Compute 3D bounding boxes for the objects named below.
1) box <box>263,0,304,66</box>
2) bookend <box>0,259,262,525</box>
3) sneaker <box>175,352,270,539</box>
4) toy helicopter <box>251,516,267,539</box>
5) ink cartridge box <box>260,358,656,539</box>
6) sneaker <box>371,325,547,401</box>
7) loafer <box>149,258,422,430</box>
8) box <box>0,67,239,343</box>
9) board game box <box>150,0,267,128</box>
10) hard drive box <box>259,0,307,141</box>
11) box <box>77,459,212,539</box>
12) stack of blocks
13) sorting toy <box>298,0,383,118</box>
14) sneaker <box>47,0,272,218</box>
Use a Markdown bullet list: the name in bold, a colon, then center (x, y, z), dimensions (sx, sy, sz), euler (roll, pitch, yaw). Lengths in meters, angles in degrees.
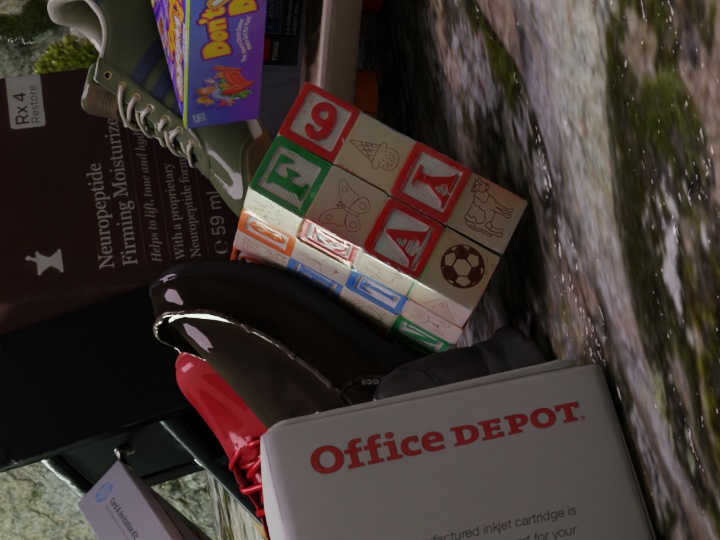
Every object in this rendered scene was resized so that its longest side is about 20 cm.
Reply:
- **box**: center (-0.083, -0.214, 1.311), dimensions (0.200, 0.039, 0.138), euler (-144, 58, -62)
- **bookend**: center (-0.098, 0.099, 1.314), dimensions (0.199, 0.198, 0.093), euler (55, -158, -52)
- **sneaker**: center (-0.035, 0.128, 1.145), dimensions (0.078, 0.199, 0.116), euler (-44, 10, 49)
- **toy helicopter**: center (-0.022, 0.193, 1.450), dimensions (0.078, 0.132, 0.201), euler (16, 142, 44)
- **ink cartridge box**: center (0.049, 0.153, 0.841), dimensions (0.085, 0.144, 0.202), euler (92, 165, -61)
- **sneaker**: center (0.057, 0.129, 0.944), dimensions (0.076, 0.090, 0.202), euler (107, 150, -67)
- **loafer**: center (-0.017, 0.061, 1.004), dimensions (0.072, 0.199, 0.073), euler (-63, -3, -24)
- **box**: center (-0.176, -0.018, 1.369), dimensions (0.165, 0.198, 0.167), euler (98, 163, -61)
- **board game box**: center (-0.087, -0.196, 1.156), dimensions (0.201, 0.044, 0.135), euler (98, 159, -53)
- **hard drive box**: center (-0.053, -0.091, 1.425), dimensions (0.201, 0.076, 0.157), euler (-110, 13, -47)
- **box**: center (-0.066, 0.210, 1.226), dimensions (0.200, 0.041, 0.156), euler (44, 179, -31)
- **stack of blocks**: center (0.000, -0.005, 1.023), dimensions (0.059, 0.114, 0.200), euler (-62, -1, -18)
- **sorting toy**: center (-0.010, -0.124, 1.159), dimensions (0.200, 0.036, 0.187), euler (164, 111, -85)
- **sneaker**: center (-0.121, -0.102, 1.260), dimensions (0.067, 0.089, 0.201), euler (103, 144, -61)
